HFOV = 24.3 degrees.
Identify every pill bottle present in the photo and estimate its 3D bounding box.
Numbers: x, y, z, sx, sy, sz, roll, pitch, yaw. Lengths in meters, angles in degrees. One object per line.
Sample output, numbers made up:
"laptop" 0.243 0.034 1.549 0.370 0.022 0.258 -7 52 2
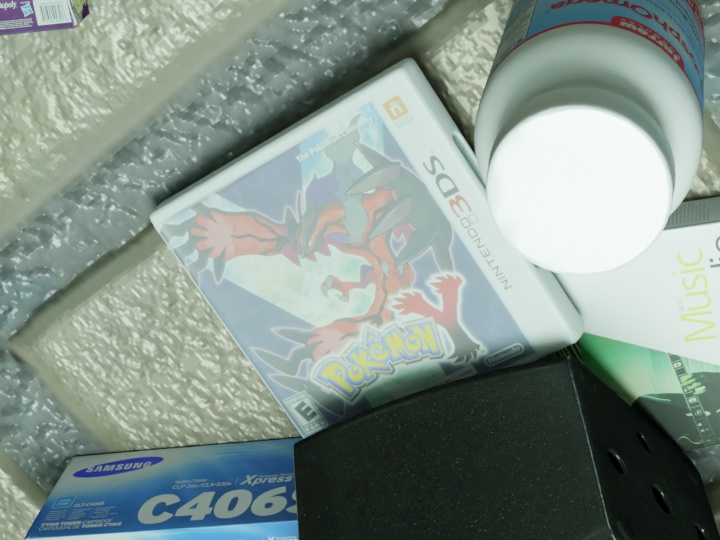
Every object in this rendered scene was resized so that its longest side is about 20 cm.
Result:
"pill bottle" 0.113 -0.080 0.812 0.107 0.201 0.110 5 118 9

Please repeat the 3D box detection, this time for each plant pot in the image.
"plant pot" 0.095 0.169 0.918 0.177 0.201 0.199 -35 125 24

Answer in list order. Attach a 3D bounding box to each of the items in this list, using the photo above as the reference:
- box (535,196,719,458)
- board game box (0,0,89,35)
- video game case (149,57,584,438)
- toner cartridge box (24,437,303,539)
"box" 0.183 0.034 0.948 0.198 0.036 0.146 -8 115 18
"board game box" -0.259 -0.188 0.936 0.197 0.032 0.121 -3 119 14
"video game case" 0.000 0.000 0.955 0.199 0.023 0.183 -27 105 33
"toner cartridge box" -0.099 0.151 1.036 0.197 0.095 0.044 -7 114 15
